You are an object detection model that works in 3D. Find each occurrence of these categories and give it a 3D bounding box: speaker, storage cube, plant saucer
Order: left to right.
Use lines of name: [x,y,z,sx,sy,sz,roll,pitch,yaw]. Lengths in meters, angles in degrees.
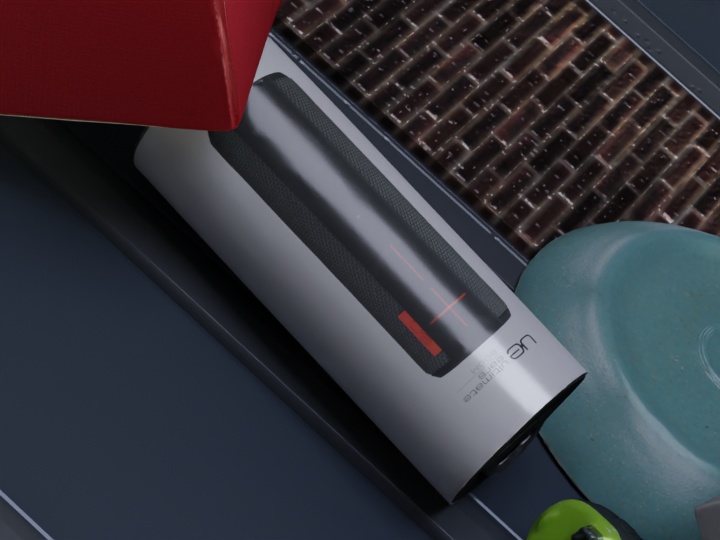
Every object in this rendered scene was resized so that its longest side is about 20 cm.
storage cube: [-0.117,-0.179,0.986,0.199,0.180,0.171,5,42,12]
speaker: [0.000,0.000,1.030,0.200,0.081,0.081,47,43,9]
plant saucer: [0.162,0.050,1.129,0.199,0.036,0.200,19,45,-20]

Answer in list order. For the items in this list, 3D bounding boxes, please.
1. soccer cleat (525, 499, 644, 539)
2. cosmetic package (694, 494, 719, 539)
soccer cleat: [0.129,0.179,0.983,0.081,0.068,0.200,16,37,-55]
cosmetic package: [0.231,0.101,1.021,0.200,0.107,0.090,-13,85,-55]
